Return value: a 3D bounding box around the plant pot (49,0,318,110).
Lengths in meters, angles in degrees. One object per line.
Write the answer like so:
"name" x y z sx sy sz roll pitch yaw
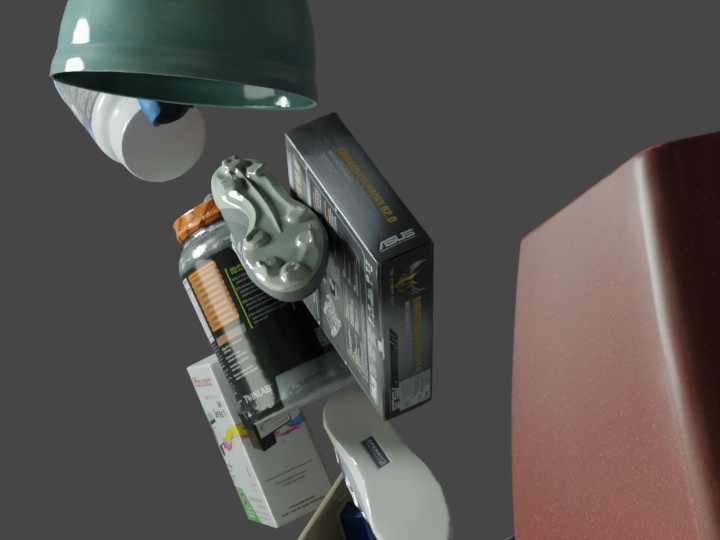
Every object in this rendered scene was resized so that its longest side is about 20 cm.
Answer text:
"plant pot" -0.125 -0.199 1.093 0.200 0.199 0.135 -172 87 -70

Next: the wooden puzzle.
"wooden puzzle" -0.005 0.316 1.473 0.200 0.046 0.186 -57 -45 -60

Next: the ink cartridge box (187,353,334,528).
"ink cartridge box" -0.115 0.183 1.678 0.201 0.084 0.145 68 163 -1

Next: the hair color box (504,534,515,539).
"hair color box" 0.148 0.306 1.099 0.200 0.060 0.100 56 160 28

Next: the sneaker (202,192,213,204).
"sneaker" -0.130 0.013 1.554 0.081 0.076 0.201 -118 19 -54

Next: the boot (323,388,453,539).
"boot" 0.031 0.202 1.321 0.091 0.073 0.200 74 170 -49

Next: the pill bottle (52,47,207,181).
"pill bottle" -0.242 -0.179 1.546 0.200 0.113 0.114 47 154 48

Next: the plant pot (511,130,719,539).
"plant pot" 0.161 0.043 0.540 0.200 0.199 0.177 137 120 -72

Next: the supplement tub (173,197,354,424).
"supplement tub" -0.088 0.029 1.340 0.201 0.122 0.123 66 163 5

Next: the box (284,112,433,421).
"box" 0.000 0.000 1.167 0.159 0.048 0.200 55 159 37

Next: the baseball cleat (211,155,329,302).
"baseball cleat" -0.063 -0.016 1.165 0.200 0.070 0.107 -118 8 -53

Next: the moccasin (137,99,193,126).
"moccasin" -0.160 -0.182 1.364 0.081 0.068 0.200 60 -170 -25
